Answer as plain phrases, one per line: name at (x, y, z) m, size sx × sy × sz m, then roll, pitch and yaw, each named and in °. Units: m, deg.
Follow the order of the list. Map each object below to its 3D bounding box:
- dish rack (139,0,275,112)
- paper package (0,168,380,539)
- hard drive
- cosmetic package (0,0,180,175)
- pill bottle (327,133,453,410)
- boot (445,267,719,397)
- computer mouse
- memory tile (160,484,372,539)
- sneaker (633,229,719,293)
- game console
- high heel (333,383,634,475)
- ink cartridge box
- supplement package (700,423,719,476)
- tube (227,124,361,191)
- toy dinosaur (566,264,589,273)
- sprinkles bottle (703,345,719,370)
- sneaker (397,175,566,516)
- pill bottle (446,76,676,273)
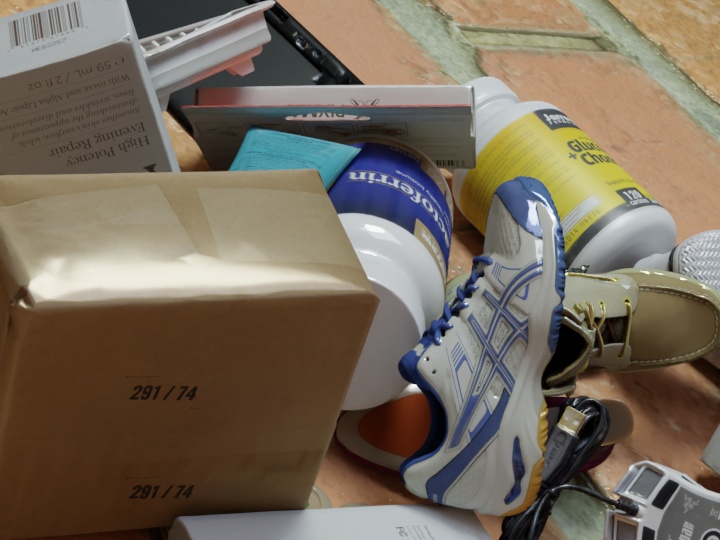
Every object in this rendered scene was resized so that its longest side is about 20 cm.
dish rack at (-0.164, -0.129, 1.339) m, size 0.199 × 0.044 × 0.171 m, roll -9°, pitch 16°, yaw 39°
paper package at (-0.114, 0.046, 1.048) m, size 0.198 × 0.192 × 0.104 m, roll -3°, pitch 45°, yaw -25°
hard drive at (0.006, 0.184, 1.077) m, size 0.199 × 0.026 × 0.132 m, roll 1°, pitch 38°, yaw -35°
cosmetic package at (-0.160, -0.060, 1.167) m, size 0.101 × 0.201 × 0.074 m, roll -17°, pitch 38°, yaw -1°
pill bottle at (0.000, 0.000, 1.268) m, size 0.115 × 0.116 × 0.200 m, roll 22°, pitch 27°, yaw -6°
boot at (0.148, 0.041, 1.269) m, size 0.198 × 0.073 × 0.155 m, roll 3°, pitch 7°, yaw 1°
computer mouse at (0.185, 0.161, 1.240) m, size 0.199 × 0.110 × 0.044 m, roll 26°, pitch -10°, yaw -20°
memory tile at (-0.020, 0.174, 1.115) m, size 0.199 × 0.017 × 0.154 m, roll 22°, pitch 31°, yaw -8°
sneaker at (0.274, 0.019, 1.428) m, size 0.199 × 0.115 × 0.076 m, roll 9°, pitch 73°, yaw -34°
game console at (-0.095, -0.163, 1.574) m, size 0.200 × 0.116 × 0.176 m, roll 46°, pitch 5°, yaw 29°
high heel at (0.074, 0.112, 1.274) m, size 0.198 × 0.096 × 0.068 m, roll 3°, pitch 75°, yaw -12°
ink cartridge box at (-0.018, -0.109, 1.360) m, size 0.198 × 0.044 × 0.174 m, roll 0°, pitch -12°, yaw 3°
supplement package at (0.357, 0.119, 1.293) m, size 0.199 × 0.153 × 0.151 m, roll 31°, pitch 2°, yaw 1°
tube at (-0.060, -0.043, 1.207) m, size 0.077 × 0.051 × 0.200 m, roll 17°, pitch 32°, yaw 6°
toy dinosaur at (0.113, 0.024, 1.374) m, size 0.198 × 0.089 × 0.048 m, roll 12°, pitch 35°, yaw -23°
sprinkles bottle at (0.314, 0.066, 1.485) m, size 0.199 × 0.069 × 0.068 m, roll 37°, pitch 32°, yaw 18°
sneaker at (0.069, 0.041, 1.151) m, size 0.087 × 0.202 × 0.075 m, roll 7°, pitch -6°, yaw -6°
pill bottle at (0.141, -0.059, 1.499) m, size 0.111 × 0.113 × 0.200 m, roll -7°, pitch 44°, yaw -43°
